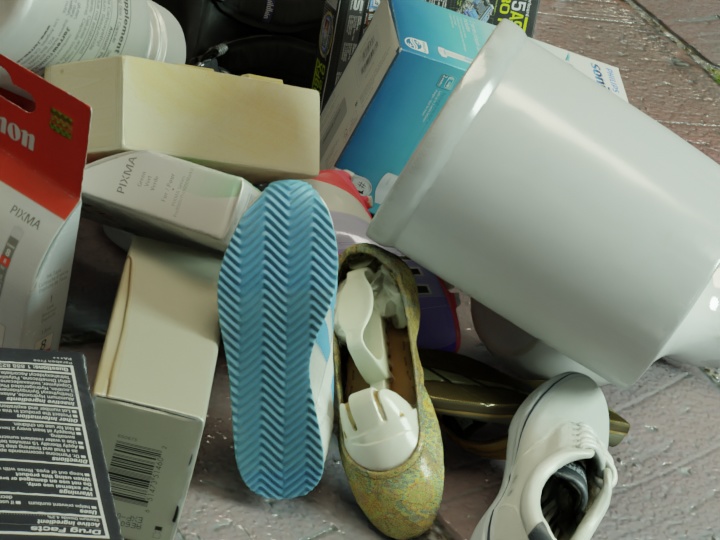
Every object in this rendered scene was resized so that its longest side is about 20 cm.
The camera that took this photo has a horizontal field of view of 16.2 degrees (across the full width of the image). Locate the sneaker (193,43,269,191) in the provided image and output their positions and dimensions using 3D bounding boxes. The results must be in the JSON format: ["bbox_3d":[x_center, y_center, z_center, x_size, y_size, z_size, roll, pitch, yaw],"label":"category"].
[{"bbox_3d":[-0.106,-0.099,1.868,0.200,0.140,0.078,27,29,22],"label":"sneaker"}]

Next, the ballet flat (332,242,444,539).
[{"bbox_3d":[0.010,0.072,1.619,0.071,0.071,0.200,5,62,-18],"label":"ballet flat"}]

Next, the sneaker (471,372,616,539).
[{"bbox_3d":[0.132,0.131,1.601,0.073,0.071,0.200,47,38,-18],"label":"sneaker"}]

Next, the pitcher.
[{"bbox_3d":[0.161,0.020,1.834,0.200,0.121,0.171,2,9,-42],"label":"pitcher"}]

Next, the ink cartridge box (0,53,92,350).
[{"bbox_3d":[-0.255,-0.047,1.643,0.162,0.200,0.050,31,39,26],"label":"ink cartridge box"}]

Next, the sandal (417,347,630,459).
[{"bbox_3d":[0.095,0.100,1.711,0.200,0.054,0.080,15,17,-33],"label":"sandal"}]

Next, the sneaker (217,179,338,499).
[{"bbox_3d":[-0.052,0.038,1.599,0.076,0.200,0.081,3,14,0],"label":"sneaker"}]

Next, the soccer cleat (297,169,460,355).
[{"bbox_3d":[0.000,0.000,1.776,0.076,0.067,0.200,-16,47,-25],"label":"soccer cleat"}]

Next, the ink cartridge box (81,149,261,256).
[{"bbox_3d":[-0.141,-0.049,1.705,0.200,0.050,0.161,20,-6,22],"label":"ink cartridge box"}]

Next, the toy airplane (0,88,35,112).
[{"bbox_3d":[-0.306,-0.133,1.837,0.199,0.141,0.200,43,9,-15],"label":"toy airplane"}]

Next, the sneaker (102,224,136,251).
[{"bbox_3d":[-0.105,-0.020,1.802,0.200,0.071,0.073,30,32,25],"label":"sneaker"}]

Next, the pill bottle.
[{"bbox_3d":[-0.211,-0.172,1.749,0.114,0.114,0.200,35,6,32],"label":"pill bottle"}]

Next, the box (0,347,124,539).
[{"bbox_3d":[-0.245,0.141,1.396,0.200,0.123,0.198,4,29,-16],"label":"box"}]

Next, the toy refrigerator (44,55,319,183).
[{"bbox_3d":[-0.120,-0.104,1.734,0.076,0.070,0.200,-4,-7,39],"label":"toy refrigerator"}]

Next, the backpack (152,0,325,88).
[{"bbox_3d":[-0.093,-0.208,2.064,0.200,0.163,0.154,-2,18,-40],"label":"backpack"}]

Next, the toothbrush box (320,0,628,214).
[{"bbox_3d":[0.082,-0.103,1.887,0.200,0.146,0.085,17,35,-19],"label":"toothbrush box"}]

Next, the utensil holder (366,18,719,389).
[{"bbox_3d":[0.130,-0.039,1.644,0.200,0.170,0.170,34,30,1],"label":"utensil holder"}]

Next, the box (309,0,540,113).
[{"bbox_3d":[0.044,-0.143,1.955,0.160,0.200,0.044,5,19,-17],"label":"box"}]

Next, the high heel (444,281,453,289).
[{"bbox_3d":[0.069,-0.045,1.824,0.067,0.096,0.200,33,-13,-6],"label":"high heel"}]

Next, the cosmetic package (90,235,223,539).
[{"bbox_3d":[-0.132,0.074,1.592,0.073,0.104,0.200,14,28,-6],"label":"cosmetic package"}]
